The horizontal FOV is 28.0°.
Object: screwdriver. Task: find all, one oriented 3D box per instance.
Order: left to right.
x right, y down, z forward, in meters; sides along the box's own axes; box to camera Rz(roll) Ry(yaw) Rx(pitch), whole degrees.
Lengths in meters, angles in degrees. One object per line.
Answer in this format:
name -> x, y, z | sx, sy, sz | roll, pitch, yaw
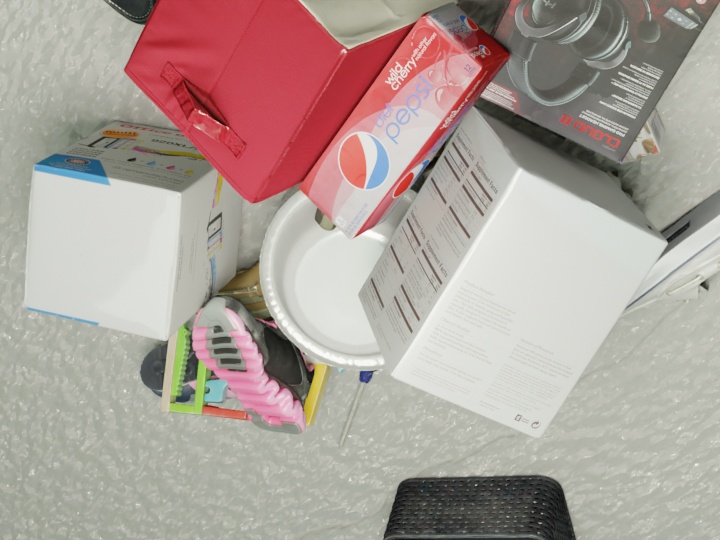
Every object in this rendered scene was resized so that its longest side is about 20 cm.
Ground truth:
screwdriver -> 0.000, 0.134, 1.590 | 0.028, 0.029, 0.201 | 20, 125, 1

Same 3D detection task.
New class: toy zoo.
toy zoo -> -0.111, 0.095, 1.546 | 0.198, 0.132, 0.020 | 4, 173, 14

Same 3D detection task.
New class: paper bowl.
paper bowl -> 0.000, 0.000, 1.399 | 0.199, 0.104, 0.202 | 2, 109, 7

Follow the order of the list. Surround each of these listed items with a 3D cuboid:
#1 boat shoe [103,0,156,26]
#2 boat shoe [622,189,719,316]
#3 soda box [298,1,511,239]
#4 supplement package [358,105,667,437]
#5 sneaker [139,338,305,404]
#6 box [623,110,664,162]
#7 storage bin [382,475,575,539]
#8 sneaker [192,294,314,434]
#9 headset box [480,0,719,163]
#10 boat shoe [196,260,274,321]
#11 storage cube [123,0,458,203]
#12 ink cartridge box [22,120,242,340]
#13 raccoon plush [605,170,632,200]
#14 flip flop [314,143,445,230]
boat shoe -> -0.251, -0.297, 1.309 | 0.074, 0.062, 0.200 | -24, 119, 29
boat shoe -> 0.303, -0.003, 1.367 | 0.066, 0.072, 0.200 | 42, 119, -11
soda box -> 0.035, -0.122, 1.201 | 0.070, 0.063, 0.200 | 44, 122, 10
supplement package -> 0.122, 0.000, 1.219 | 0.151, 0.151, 0.201 | 24, 108, -22
sneaker -> -0.139, 0.111, 1.609 | 0.198, 0.071, 0.082 | -4, 155, 14
box -> 0.213, -0.187, 1.264 | 0.038, 0.042, 0.201 | -14, 123, 27
storage bin -> 0.137, 0.316, 1.654 | 0.199, 0.094, 0.136 | -5, 126, 20
sneaker -> -0.099, 0.077, 1.444 | 0.079, 0.096, 0.200 | 7, 145, 29
headset box -> 0.188, -0.194, 1.188 | 0.148, 0.077, 0.201 | 26, 131, -1
boat shoe -> -0.082, 0.004, 1.497 | 0.198, 0.072, 0.077 | -7, 119, 9
storage cube -> -0.059, -0.196, 1.219 | 0.171, 0.200, 0.180 | 46, 130, 11
ink cartridge box -> -0.211, -0.045, 1.386 | 0.146, 0.200, 0.146 | 11, 109, 10
raccoon plush -> 0.177, -0.011, 1.361 | 0.133, 0.097, 0.201 | 29, 107, -6
flip flop -> 0.039, -0.106, 1.310 | 0.058, 0.200, 0.081 | 42, 176, 12
